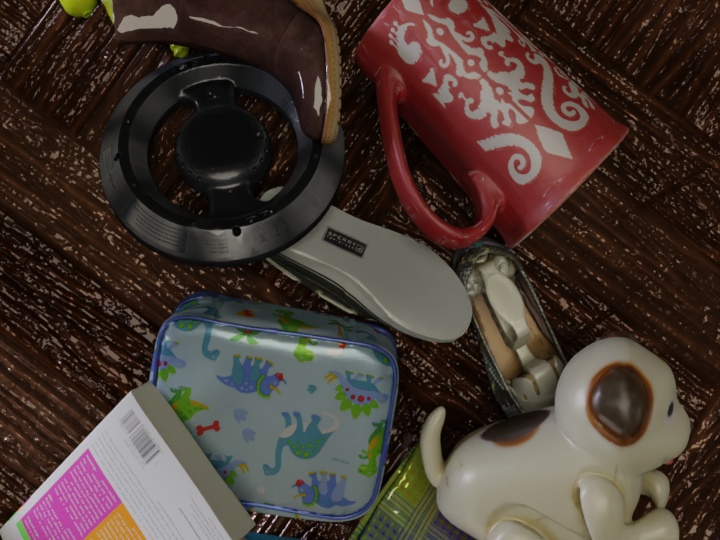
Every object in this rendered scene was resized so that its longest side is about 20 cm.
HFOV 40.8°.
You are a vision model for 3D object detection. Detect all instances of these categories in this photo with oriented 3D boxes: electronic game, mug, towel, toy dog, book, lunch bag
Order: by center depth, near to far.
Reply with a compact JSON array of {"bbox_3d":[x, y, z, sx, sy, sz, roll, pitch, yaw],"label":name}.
[{"bbox_3d":[0.162,0.138,0.742,0.194,0.139,0.201,45,114,9],"label":"toy dog"},{"bbox_3d":[-0.187,0.199,0.745,0.200,0.048,0.134,-42,81,26],"label":"book"},{"bbox_3d":[0.090,-0.128,0.760,0.200,0.177,0.133,47,127,2],"label":"mug"},{"bbox_3d":[-0.110,-0.094,0.773,0.195,0.042,0.204,1,62,-2],"label":"electronic game"},{"bbox_3d":[-0.072,0.112,0.774,0.195,0.083,0.164,8,102,-2],"label":"lunch bag"},{"bbox_3d":[0.086,0.256,0.798,0.199,0.023,0.144,40,67,-2],"label":"towel"}]

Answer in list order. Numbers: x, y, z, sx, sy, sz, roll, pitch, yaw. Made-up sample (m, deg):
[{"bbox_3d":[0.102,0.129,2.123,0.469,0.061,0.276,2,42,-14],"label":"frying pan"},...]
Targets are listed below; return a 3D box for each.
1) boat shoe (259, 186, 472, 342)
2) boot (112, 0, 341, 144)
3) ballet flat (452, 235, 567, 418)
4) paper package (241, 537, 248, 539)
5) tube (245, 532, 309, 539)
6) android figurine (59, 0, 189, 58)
[{"bbox_3d":[0.000,0.000,0.800,0.198,0.064,0.071,31,65,2],"label":"boat shoe"},{"bbox_3d":[-0.104,-0.181,0.746,0.163,0.073,0.204,-9,73,-11],"label":"boot"},{"bbox_3d":[0.133,0.066,0.803,0.071,0.072,0.203,-26,91,-3],"label":"ballet flat"},{"bbox_3d":[-0.049,0.325,0.703,0.199,0.191,0.104,37,107,-17],"label":"paper package"},{"bbox_3d":[-0.032,0.257,0.805,0.196,0.050,0.079,12,100,-8],"label":"tube"},{"bbox_3d":[-0.176,-0.276,0.805,0.180,0.041,0.203,-29,89,-4],"label":"android figurine"}]
